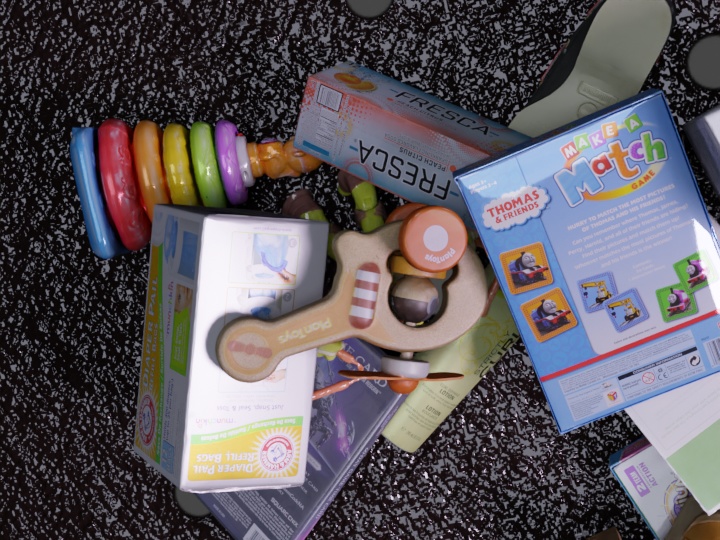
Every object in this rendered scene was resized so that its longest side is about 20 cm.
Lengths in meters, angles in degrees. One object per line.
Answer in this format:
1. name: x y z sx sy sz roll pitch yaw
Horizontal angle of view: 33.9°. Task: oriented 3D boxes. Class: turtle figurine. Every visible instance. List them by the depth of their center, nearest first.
1. turtle figurine: 0.000 0.000 0.916 0.200 0.064 0.161 -37 63 8

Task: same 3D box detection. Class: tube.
1. tube: 0.086 0.056 0.938 0.052 0.058 0.200 43 100 17

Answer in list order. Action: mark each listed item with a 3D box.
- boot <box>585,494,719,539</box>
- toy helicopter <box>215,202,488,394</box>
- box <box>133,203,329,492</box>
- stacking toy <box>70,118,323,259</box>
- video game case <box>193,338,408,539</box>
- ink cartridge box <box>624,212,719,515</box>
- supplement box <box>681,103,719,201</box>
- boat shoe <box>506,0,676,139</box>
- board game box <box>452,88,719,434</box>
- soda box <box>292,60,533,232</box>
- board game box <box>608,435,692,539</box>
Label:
1. boot: 0.270 0.238 0.869 0.201 0.071 0.144 -24 96 14
2. toy helicopter: -0.003 0.039 0.837 0.200 0.079 0.132 -20 98 -7
3. box: -0.100 0.055 0.894 0.101 0.112 0.200 3 95 -29
4. stacking toy: -0.126 -0.082 0.959 0.200 0.116 0.110 -11 95 1
5. video game case: -0.061 0.126 0.968 0.143 0.019 0.200 41 101 28
6. ink cartridge box: 0.247 0.058 0.877 0.145 0.048 0.200 -37 76 2
7. supplement box: 0.293 -0.083 0.807 0.101 0.200 0.103 -27 88 13
8. boat shoe: 0.170 -0.129 0.903 0.074 0.063 0.201 34 114 3
9. board game box: 0.171 -0.005 0.822 0.151 0.037 0.200 -22 102 7
10. soda box: 0.050 -0.092 0.902 0.200 0.068 0.064 27 122 20
11. board game box: 0.316 0.159 0.902 0.200 0.040 0.153 -33 87 13
